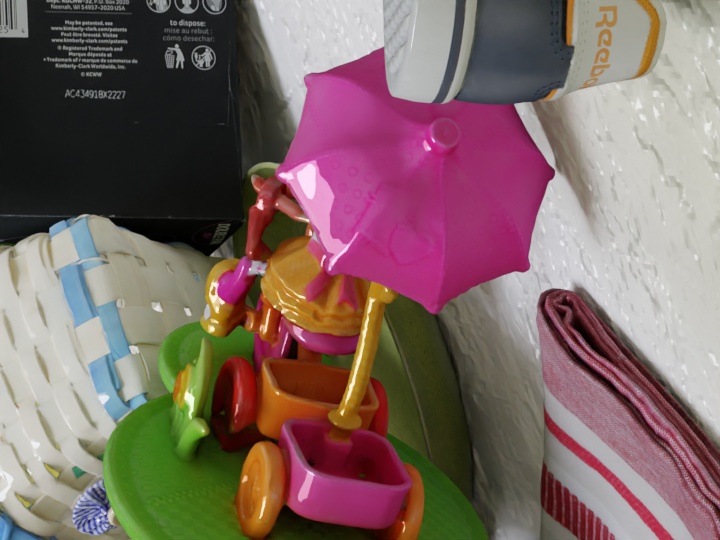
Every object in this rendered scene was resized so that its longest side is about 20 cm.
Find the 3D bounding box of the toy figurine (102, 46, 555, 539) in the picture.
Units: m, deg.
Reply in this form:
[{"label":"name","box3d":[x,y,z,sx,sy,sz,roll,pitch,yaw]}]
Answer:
[{"label":"toy figurine","box3d":[0.000,0.000,0.878,0.200,0.149,0.185,-111,37,-57]}]

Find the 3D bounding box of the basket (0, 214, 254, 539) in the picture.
[{"label":"basket","box3d":[-0.144,0.069,1.068,0.199,0.176,0.140,-29,68,26]}]

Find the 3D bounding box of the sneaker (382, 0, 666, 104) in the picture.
[{"label":"sneaker","box3d":[0.045,-0.118,0.729,0.201,0.079,0.079,-93,10,-45]}]

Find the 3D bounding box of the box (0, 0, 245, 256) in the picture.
[{"label":"box","box3d":[-0.147,-0.060,1.136,0.200,0.147,0.125,142,127,-70]}]

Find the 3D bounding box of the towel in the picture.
[{"label":"towel","box3d":[0.099,0.123,0.864,0.144,0.023,0.201,-128,27,-46]}]

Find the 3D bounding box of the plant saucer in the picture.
[{"label":"plant saucer","box3d":[-0.001,0.046,1.050,0.200,0.031,0.201,54,153,43]}]
